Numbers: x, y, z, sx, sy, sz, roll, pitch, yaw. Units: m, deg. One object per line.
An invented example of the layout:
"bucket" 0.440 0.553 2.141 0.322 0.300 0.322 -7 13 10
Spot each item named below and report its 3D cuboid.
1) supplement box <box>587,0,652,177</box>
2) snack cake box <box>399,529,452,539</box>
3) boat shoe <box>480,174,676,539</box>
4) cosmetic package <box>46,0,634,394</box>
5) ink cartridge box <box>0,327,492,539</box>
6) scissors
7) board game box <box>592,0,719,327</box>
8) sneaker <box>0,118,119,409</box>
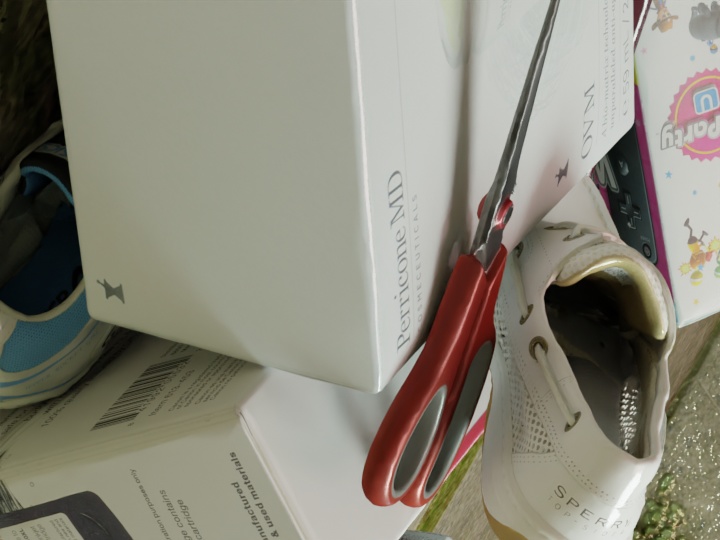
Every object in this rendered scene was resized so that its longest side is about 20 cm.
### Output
"supplement box" 0.062 -0.115 1.073 0.061 0.108 0.201 -64 173 -49
"snack cake box" -0.051 0.176 1.278 0.115 0.199 0.067 -50 128 -35
"boat shoe" 0.081 0.017 0.949 0.069 0.071 0.200 -54 -154 35
"cosmetic package" -0.001 -0.102 0.904 0.200 0.123 0.200 -43 139 -45
"ink cartridge box" -0.069 0.068 0.985 0.199 0.085 0.145 -16 -162 35
"scissors" 0.042 -0.010 0.879 0.073 0.014 0.201 -14 125 -65
"board game box" 0.109 -0.092 1.191 0.064 0.147 0.201 -21 111 -22
"sneaker" -0.085 -0.038 0.981 0.200 0.072 0.073 -55 159 -26
